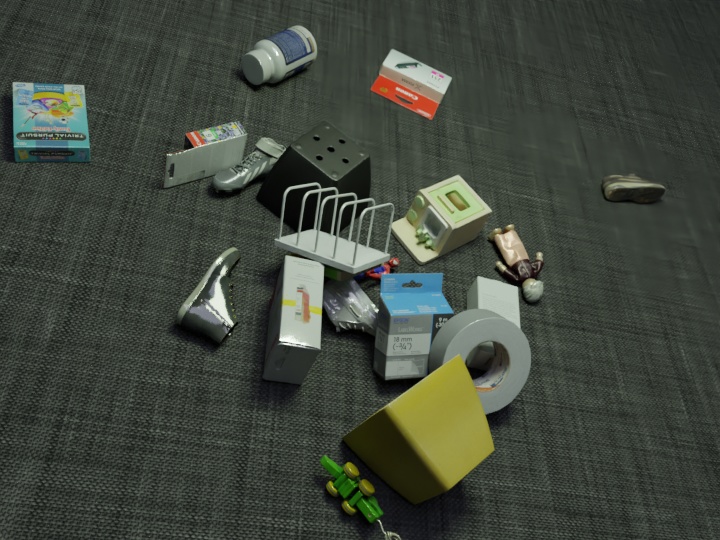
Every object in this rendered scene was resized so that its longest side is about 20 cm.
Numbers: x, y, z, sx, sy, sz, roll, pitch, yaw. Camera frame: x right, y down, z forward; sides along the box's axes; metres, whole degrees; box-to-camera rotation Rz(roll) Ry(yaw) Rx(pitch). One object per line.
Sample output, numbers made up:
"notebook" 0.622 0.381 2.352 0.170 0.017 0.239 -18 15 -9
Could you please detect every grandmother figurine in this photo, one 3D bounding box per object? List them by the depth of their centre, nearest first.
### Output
"grandmother figurine" 0.386 -0.014 1.735 0.120 0.061 0.201 -19 62 0

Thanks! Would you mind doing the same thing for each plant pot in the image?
"plant pot" 0.120 0.302 1.308 0.199 0.200 0.177 -28 79 -35
"plant pot" -0.087 -0.210 1.627 0.200 0.178 0.199 39 51 11

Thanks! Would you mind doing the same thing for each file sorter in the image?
"file sorter" -0.050 -0.093 1.452 0.199 0.126 0.138 19 20 28

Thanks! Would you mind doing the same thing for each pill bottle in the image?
"pill bottle" -0.216 -0.562 1.896 0.111 0.111 0.200 40 50 13

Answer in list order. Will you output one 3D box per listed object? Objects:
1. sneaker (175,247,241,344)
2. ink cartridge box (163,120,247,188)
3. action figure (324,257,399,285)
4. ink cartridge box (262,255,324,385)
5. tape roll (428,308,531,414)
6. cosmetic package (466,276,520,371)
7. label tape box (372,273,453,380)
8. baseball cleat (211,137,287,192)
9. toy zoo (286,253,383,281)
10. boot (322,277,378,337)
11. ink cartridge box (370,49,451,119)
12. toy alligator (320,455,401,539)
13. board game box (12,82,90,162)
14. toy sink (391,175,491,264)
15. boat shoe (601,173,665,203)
"sneaker" -0.270 0.052 1.431 0.106 0.075 0.201 31 58 -1
"ink cartridge box" -0.355 -0.260 1.609 0.199 0.109 0.050 -22 63 -33
"action figure" 0.000 0.000 1.580 0.198 0.052 0.066 -11 43 -30
"ink cartridge box" -0.129 0.098 1.393 0.083 0.146 0.201 12 51 -13
"tape roll" 0.237 0.181 1.434 0.198 0.202 0.066 2 11 -19
"cosmetic package" 0.290 0.121 1.580 0.100 0.071 0.201 15 50 -9
"label tape box" 0.108 0.111 1.441 0.143 0.202 0.063 -1 13 -22
"baseball cleat" -0.252 -0.247 1.641 0.070 0.107 0.199 37 44 28
"toy zoo" -0.066 -0.023 1.524 0.199 0.021 0.131 15 24 41
"boot" -0.009 0.102 1.496 0.095 0.074 0.200 -39 86 -6
"ink cartridge box" 0.146 -0.533 2.055 0.199 0.044 0.174 26 48 0
"toy alligator" 0.005 0.402 1.269 0.200 0.059 0.054 45 11 16
"board game box" -0.679 -0.327 1.582 0.150 0.047 0.201 -4 55 -23
"toy sink" 0.189 -0.124 1.706 0.199 0.112 0.131 -24 64 -33
"boat shoe" 0.774 -0.242 2.042 0.198 0.075 0.074 2 53 -20
